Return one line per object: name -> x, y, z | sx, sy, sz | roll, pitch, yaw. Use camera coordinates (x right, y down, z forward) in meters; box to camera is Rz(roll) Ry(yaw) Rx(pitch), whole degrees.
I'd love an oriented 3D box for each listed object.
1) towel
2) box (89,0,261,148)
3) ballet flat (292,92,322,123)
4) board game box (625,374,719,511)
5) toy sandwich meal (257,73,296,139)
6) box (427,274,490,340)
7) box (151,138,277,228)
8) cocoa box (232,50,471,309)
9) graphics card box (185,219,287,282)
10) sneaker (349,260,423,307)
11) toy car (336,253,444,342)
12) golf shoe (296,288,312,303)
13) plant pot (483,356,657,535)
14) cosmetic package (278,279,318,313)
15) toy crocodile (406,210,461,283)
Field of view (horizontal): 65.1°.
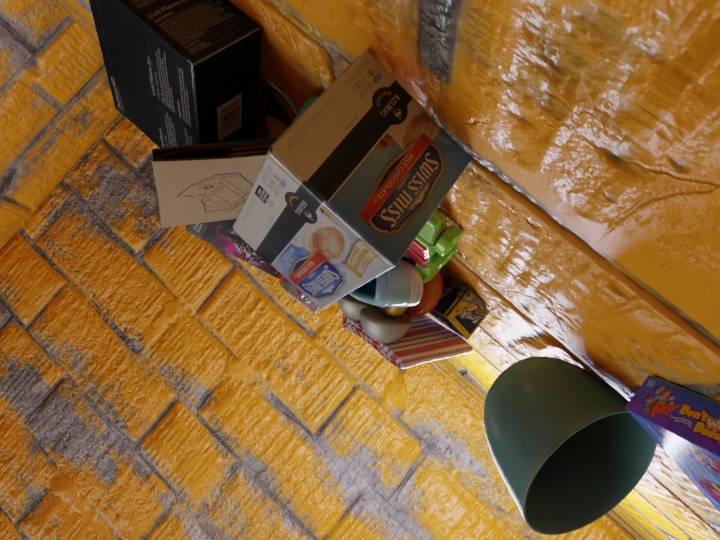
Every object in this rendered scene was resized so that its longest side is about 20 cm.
towel -> 0.072, 0.107, 0.938 | 0.143, 0.031, 0.199 | -7, -158, -30
box -> -0.220, -0.243, 0.689 | 0.181, 0.104, 0.201 | 40, 149, 12
ballet flat -> -0.060, -0.161, 0.721 | 0.067, 0.071, 0.200 | 41, 175, 0
board game box -> 0.370, 0.199, 0.550 | 0.200, 0.045, 0.134 | 44, 175, -19
toy sandwich meal -> -0.157, -0.192, 0.824 | 0.203, 0.070, 0.209 | 30, 137, 32
box -> 0.132, 0.043, 0.981 | 0.070, 0.065, 0.199 | 44, 174, -29
box -> -0.174, -0.105, 0.706 | 0.200, 0.160, 0.022 | 139, 118, -67
cocoa box -> -0.018, -0.068, 0.529 | 0.131, 0.134, 0.200 | 42, 156, -7
graphics card box -> -0.176, -0.076, 0.947 | 0.198, 0.126, 0.051 | 30, -149, -20
sneaker -> 0.000, 0.000, 0.781 | 0.080, 0.076, 0.199 | 2, -172, -32
toy car -> 0.056, 0.007, 0.910 | 0.147, 0.179, 0.199 | 2, -164, -29
golf shoe -> -0.078, -0.030, 0.911 | 0.202, 0.073, 0.093 | 93, 163, -48
plant pot -> 0.259, 0.213, 0.756 | 0.201, 0.200, 0.162 | 45, -174, -35
cosmetic package -> -0.060, -0.032, 1.031 | 0.071, 0.202, 0.101 | 37, 177, -18
toy crocodile -> 0.083, -0.035, 0.717 | 0.067, 0.062, 0.200 | 40, 174, 13
